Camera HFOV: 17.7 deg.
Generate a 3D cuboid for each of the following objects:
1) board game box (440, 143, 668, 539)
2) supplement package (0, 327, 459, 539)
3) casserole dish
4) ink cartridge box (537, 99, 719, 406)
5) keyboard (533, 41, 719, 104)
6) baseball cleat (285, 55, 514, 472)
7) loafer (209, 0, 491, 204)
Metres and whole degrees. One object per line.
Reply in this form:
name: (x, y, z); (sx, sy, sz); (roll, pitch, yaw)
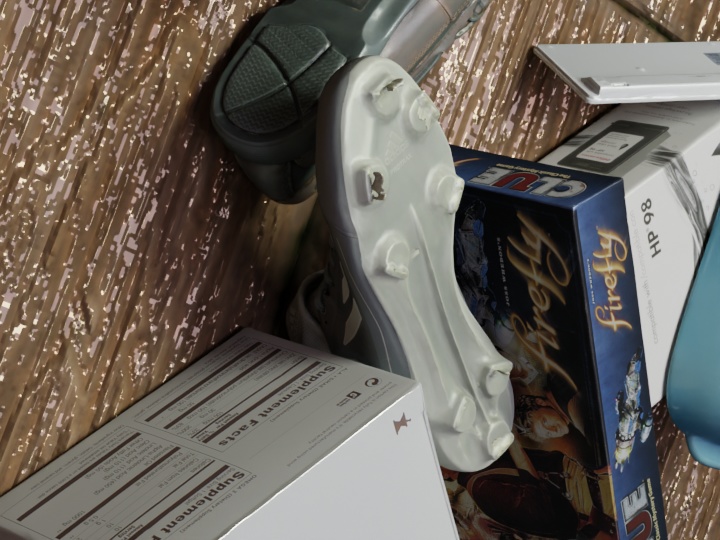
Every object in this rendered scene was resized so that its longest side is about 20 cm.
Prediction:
board game box: (0.066, 0.047, 1.015); (0.035, 0.135, 0.200); (-29, 119, -37)
supplement package: (-0.041, 0.155, 0.954); (0.156, 0.111, 0.200); (-35, 123, -34)
casserole dish: (0.214, 0.005, 1.127); (0.121, 0.039, 0.200); (21, 88, -47)
ink cartridge box: (0.129, -0.005, 1.112); (0.200, 0.067, 0.116); (-35, 125, -34)
keyboard: (0.181, -0.097, 1.109); (0.200, 0.056, 0.011); (-4, 117, -27)
baseball cleat: (0.000, 0.000, 0.955); (0.070, 0.106, 0.200); (-39, 126, -36)
loafer: (0.013, -0.113, 0.980); (0.200, 0.072, 0.063); (-48, 150, -16)
